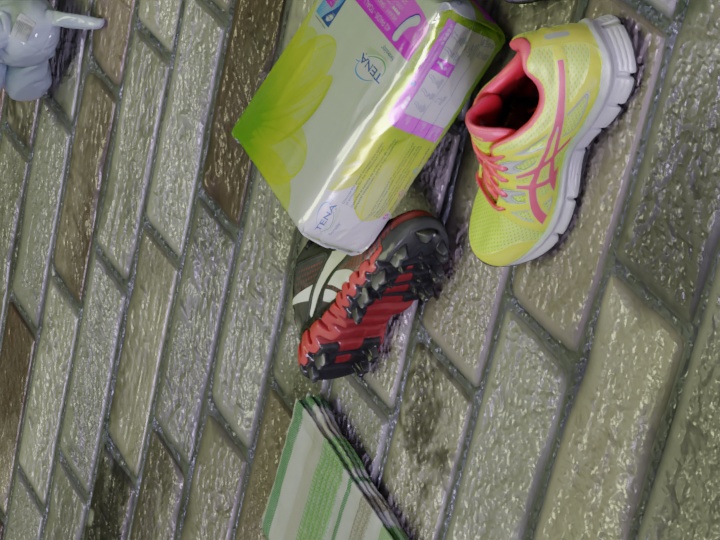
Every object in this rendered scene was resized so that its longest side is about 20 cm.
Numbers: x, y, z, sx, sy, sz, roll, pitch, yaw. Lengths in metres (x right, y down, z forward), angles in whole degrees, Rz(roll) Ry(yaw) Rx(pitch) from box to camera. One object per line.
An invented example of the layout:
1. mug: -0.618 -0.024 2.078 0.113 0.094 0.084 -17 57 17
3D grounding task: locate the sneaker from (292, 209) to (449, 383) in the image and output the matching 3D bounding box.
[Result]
1. sneaker: 0.000 0.000 1.651 0.201 0.070 0.098 -52 49 51

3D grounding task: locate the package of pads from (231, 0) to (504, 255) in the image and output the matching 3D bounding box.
1. package of pads: 0.004 -0.129 1.589 0.200 0.068 0.155 -56 37 18

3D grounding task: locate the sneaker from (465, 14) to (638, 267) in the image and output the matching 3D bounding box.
1. sneaker: 0.100 -0.084 1.445 0.078 0.090 0.201 60 141 40

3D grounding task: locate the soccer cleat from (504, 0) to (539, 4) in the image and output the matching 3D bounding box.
1. soccer cleat: 0.122 -0.224 1.416 0.200 0.073 0.069 -27 67 59

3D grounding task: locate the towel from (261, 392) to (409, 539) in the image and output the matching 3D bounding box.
1. towel: -0.014 0.212 1.736 0.200 0.031 0.150 54 139 44

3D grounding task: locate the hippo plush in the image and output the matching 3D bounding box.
1. hippo plush: -0.374 -0.274 2.246 0.200 0.158 0.162 -41 56 55
